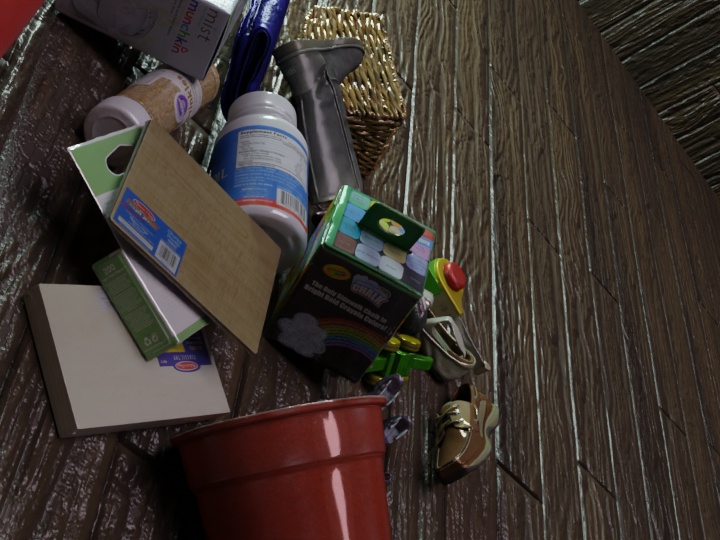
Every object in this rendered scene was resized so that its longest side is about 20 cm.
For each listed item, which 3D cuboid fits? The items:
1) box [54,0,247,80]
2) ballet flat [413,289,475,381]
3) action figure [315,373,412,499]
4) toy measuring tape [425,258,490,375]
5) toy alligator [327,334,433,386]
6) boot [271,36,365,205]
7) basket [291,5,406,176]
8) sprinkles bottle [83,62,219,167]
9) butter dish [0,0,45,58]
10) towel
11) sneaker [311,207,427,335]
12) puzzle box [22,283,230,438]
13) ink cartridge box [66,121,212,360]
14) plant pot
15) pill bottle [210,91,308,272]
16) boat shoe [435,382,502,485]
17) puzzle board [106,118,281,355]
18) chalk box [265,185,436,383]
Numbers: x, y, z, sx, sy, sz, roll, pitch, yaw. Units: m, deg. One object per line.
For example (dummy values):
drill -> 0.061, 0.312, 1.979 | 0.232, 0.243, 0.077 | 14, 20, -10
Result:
box -> -0.214, -0.326, 1.183 | 0.176, 0.097, 0.200 | 25, 38, -8
ballet flat -> 0.088, 0.062, 1.440 | 0.200, 0.062, 0.068 | 53, 30, -17
action figure -> -0.008, 0.191, 1.173 | 0.131, 0.069, 0.200 | 64, 31, -8
toy measuring tape -> 0.133, 0.051, 1.521 | 0.200, 0.073, 0.074 | 58, 29, -7
toy alligator -> 0.013, 0.106, 1.302 | 0.054, 0.060, 0.200 | 27, 14, 38
boot -> -0.029, -0.187, 1.340 | 0.182, 0.072, 0.201 | -20, 89, -51
basket -> -0.036, -0.250, 1.506 | 0.142, 0.149, 0.201 | 1, 60, -21
sprinkles bottle -> -0.218, -0.177, 1.139 | 0.068, 0.068, 0.200 | 54, 29, -14
butter dish -> -0.385, -0.235, 0.852 | 0.200, 0.148, 0.200 | 42, 75, -35
towel -> -0.130, -0.289, 1.324 | 0.049, 0.148, 0.200 | 19, 41, -7
sneaker -> -0.004, 0.005, 1.345 | 0.115, 0.076, 0.200 | -16, 70, -56
puzzle box -> -0.209, 0.080, 0.980 | 0.200, 0.025, 0.134 | 6, 61, -57
ink cartridge box -> -0.199, -0.033, 1.015 | 0.201, 0.048, 0.145 | 60, 28, -5
plant pot -> -0.056, 0.229, 0.952 | 0.200, 0.200, 0.196 | 7, 68, -56
pill bottle -> -0.114, -0.104, 1.202 | 0.112, 0.112, 0.201 | 37, 37, -37
boat shoe -> 0.126, 0.207, 1.380 | 0.074, 0.076, 0.200 | 54, 21, -4
puzzle board -> -0.155, -0.031, 1.026 | 0.200, 0.017, 0.151 | 46, 34, -30
chalk box -> 0.000, 0.000, 1.177 | 0.124, 0.200, 0.124 | 28, 37, -9
